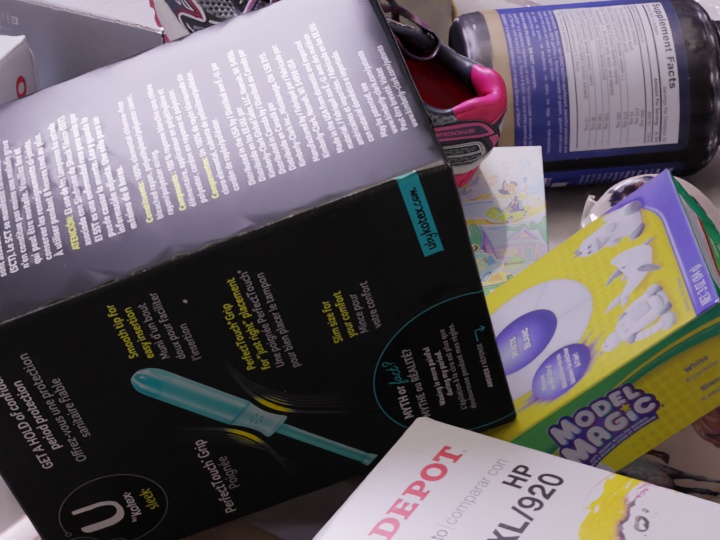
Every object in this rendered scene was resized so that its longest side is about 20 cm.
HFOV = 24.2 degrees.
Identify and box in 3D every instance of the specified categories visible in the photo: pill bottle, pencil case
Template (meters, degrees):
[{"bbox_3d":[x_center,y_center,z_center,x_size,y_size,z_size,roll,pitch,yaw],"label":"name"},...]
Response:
[{"bbox_3d":[0.158,-0.110,1.033,0.198,0.113,0.112,-5,30,-4],"label":"pill bottle"},{"bbox_3d":[0.145,0.028,0.829,0.089,0.078,0.201,23,31,-6],"label":"pencil case"}]

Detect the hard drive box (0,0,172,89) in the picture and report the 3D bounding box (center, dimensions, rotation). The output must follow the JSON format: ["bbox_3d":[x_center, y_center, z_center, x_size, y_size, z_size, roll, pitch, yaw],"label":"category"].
[{"bbox_3d":[-0.117,-0.136,0.987,0.155,0.078,0.199,-22,29,-40],"label":"hard drive box"}]

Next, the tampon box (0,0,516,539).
[{"bbox_3d":[-0.059,0.003,0.674,0.198,0.151,0.127,-19,45,-1],"label":"tampon box"}]

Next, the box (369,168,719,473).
[{"bbox_3d":[0.075,0.052,0.734,0.199,0.048,0.118,-38,25,18],"label":"box"}]

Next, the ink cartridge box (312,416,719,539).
[{"bbox_3d":[0.073,0.164,0.535,0.198,0.146,0.147,14,35,28],"label":"ink cartridge box"}]

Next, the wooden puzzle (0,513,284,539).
[{"bbox_3d":[-0.097,0.160,0.665,0.184,0.047,0.199,20,33,33],"label":"wooden puzzle"}]

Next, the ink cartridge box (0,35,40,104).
[{"bbox_3d":[-0.242,-0.021,0.882,0.083,0.146,0.200,5,31,16],"label":"ink cartridge box"}]

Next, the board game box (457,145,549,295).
[{"bbox_3d":[0.000,0.000,0.882,0.198,0.034,0.136,-2,56,2],"label":"board game box"}]

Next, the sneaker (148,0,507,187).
[{"bbox_3d":[-0.014,-0.119,0.861,0.199,0.075,0.081,27,59,-5],"label":"sneaker"}]

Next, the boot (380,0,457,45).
[{"bbox_3d":[0.054,-0.170,1.101,0.198,0.156,0.072,-19,33,-25],"label":"boot"}]
